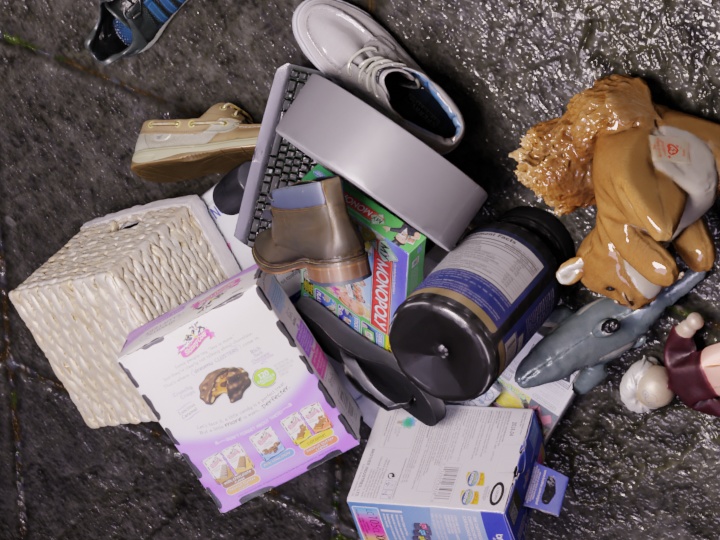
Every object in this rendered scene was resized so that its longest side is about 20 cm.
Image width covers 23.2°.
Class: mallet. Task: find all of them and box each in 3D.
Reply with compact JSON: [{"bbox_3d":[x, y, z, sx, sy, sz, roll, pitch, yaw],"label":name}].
[{"bbox_3d":[-0.056,-0.045,1.806,0.199,0.041,0.066,30,148,-10],"label":"mallet"}]

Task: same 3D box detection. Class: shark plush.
[{"bbox_3d":[0.240,0.059,1.640,0.199,0.083,0.091,-19,86,21],"label":"shark plush"}]

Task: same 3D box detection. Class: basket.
[{"bbox_3d":[-0.236,0.051,1.903,0.198,0.161,0.201,-10,116,43],"label":"basket"}]

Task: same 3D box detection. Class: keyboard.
[{"bbox_3d":[-0.045,-0.101,1.748,0.126,0.021,0.201,11,113,-12],"label":"keyboard"}]

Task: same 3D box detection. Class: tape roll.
[{"bbox_3d":[0.019,-0.100,1.633,0.200,0.200,0.066,36,91,10],"label":"tape roll"}]

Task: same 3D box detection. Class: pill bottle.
[{"bbox_3d":[0.120,0.025,1.639,0.111,0.200,0.112,19,130,25],"label":"pill bottle"}]

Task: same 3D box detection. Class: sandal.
[{"bbox_3d":[0.002,0.102,1.771,0.200,0.043,0.076,33,155,24],"label":"sandal"}]

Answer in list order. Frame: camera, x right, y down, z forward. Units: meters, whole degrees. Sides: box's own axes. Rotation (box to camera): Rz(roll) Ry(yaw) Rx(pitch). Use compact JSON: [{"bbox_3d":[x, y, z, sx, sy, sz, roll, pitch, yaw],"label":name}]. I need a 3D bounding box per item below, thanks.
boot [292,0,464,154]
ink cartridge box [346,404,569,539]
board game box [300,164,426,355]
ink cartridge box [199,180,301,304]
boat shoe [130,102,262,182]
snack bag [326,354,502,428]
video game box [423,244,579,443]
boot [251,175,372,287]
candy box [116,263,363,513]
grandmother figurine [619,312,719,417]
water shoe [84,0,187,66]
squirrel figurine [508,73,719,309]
[{"bbox_3d":[0.021,-0.186,1.624,0.200,0.074,0.096,39,179,-3],"label":"boot"},{"bbox_3d":[0.103,0.208,1.751,0.199,0.137,0.077,0,135,24],"label":"ink cartridge box"},{"bbox_3d":[0.000,0.000,1.716,0.134,0.029,0.200,35,150,22],"label":"board game box"},{"bbox_3d":[-0.119,0.002,1.918,0.200,0.043,0.196,52,136,-5],"label":"ink cartridge box"},{"bbox_3d":[-0.144,-0.138,1.806,0.199,0.067,0.074,-4,160,17],"label":"boat shoe"},{"bbox_3d":[0.032,0.101,1.829,0.200,0.021,0.189,44,138,3],"label":"snack bag"},{"bbox_3d":[0.128,0.090,1.794,0.200,0.047,0.183,35,134,11],"label":"video game box"},{"bbox_3d":[-0.052,-0.047,1.647,0.200,0.074,0.097,14,117,60],"label":"boot"},{"bbox_3d":[-0.118,0.117,1.761,0.167,0.072,0.200,-27,108,14],"label":"candy box"},{"bbox_3d":[0.328,0.094,1.640,0.199,0.061,0.122,-18,100,40],"label":"grandmother figurine"},{"bbox_3d":[-0.214,-0.276,1.756,0.071,0.079,0.200,40,136,5],"label":"water shoe"},{"bbox_3d":[0.232,-0.065,1.563,0.200,0.141,0.187,49,149,17],"label":"squirrel figurine"}]
